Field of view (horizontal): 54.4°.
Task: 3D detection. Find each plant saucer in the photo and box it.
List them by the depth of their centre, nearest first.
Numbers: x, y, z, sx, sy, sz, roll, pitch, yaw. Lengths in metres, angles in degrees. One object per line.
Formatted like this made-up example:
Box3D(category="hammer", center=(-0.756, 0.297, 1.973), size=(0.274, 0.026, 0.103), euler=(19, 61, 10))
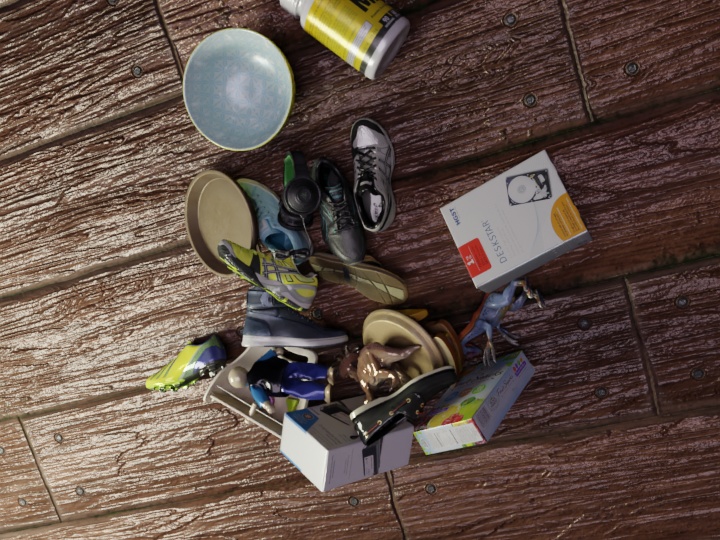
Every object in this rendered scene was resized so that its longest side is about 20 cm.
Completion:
Box3D(category="plant saucer", center=(-0.256, -0.088, 1.300), size=(0.199, 0.029, 0.202), euler=(14, 112, 37))

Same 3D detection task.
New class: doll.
Box3D(category="doll", center=(-0.150, 0.205, 1.300), size=(0.198, 0.137, 0.049), euler=(5, 142, 7))

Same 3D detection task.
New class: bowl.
Box3D(category="bowl", center=(-0.196, -0.315, 1.223), size=(0.198, 0.108, 0.202), euler=(3, 104, 13))

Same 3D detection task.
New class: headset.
Box3D(category="headset", center=(-0.121, -0.112, 1.223), size=(0.093, 0.124, 0.202), euler=(-5, 68, -16))

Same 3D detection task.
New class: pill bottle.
Box3D(category="pill bottle", center=(-0.027, -0.418, 1.154), size=(0.199, 0.114, 0.115), euler=(36, 109, 2))

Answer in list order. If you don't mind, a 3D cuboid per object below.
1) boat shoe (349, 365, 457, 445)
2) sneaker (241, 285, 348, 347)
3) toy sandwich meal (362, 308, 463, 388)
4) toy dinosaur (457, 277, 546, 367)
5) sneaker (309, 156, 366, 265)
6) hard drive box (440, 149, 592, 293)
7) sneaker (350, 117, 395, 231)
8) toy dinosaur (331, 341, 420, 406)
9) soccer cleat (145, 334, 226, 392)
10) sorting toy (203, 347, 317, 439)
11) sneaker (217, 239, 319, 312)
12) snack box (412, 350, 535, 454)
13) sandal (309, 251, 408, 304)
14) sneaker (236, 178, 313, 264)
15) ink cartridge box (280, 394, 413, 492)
Box3D(category="boat shoe", center=(0.081, 0.229, 1.193), size=(0.200, 0.074, 0.063), euler=(-30, 62, 1))
Box3D(category="sneaker", center=(-0.119, 0.073, 1.321), size=(0.200, 0.077, 0.148), euler=(3, 83, -12))
Box3D(category="toy sandwich meal", center=(0.093, 0.141, 1.282), size=(0.204, 0.070, 0.207), euler=(26, 135, 29))
Box3D(category="toy dinosaur", center=(0.238, 0.078, 1.261), size=(0.181, 0.105, 0.202), euler=(-27, 63, 27))
Box3D(category="sneaker", center=(-0.043, -0.106, 1.232), size=(0.075, 0.079, 0.202), euler=(-21, 85, -6))
Box3D(category="hard drive box", center=(0.258, -0.078, 1.168), size=(0.199, 0.077, 0.157), euler=(-30, 72, 18))
Box3D(category="sneaker", center=(0.022, -0.166, 1.222), size=(0.075, 0.088, 0.202), euler=(-8, 100, 17))
Box3D(category="toy dinosaur", center=(0.018, 0.169, 1.259), size=(0.136, 0.085, 0.200), euler=(56, 134, 18))
Box3D(category="soccer cleat", center=(-0.355, 0.191, 1.424), size=(0.199, 0.065, 0.084), euler=(-24, 68, 22))
Box3D(category="sorting toy", center=(-0.170, 0.216, 1.364), size=(0.199, 0.107, 0.181), euler=(28, 95, 11))
Box3D(category="sneaker", center=(-0.163, -0.004, 1.240), size=(0.199, 0.075, 0.077), euler=(34, 80, -24))
Box3D(category="snack box", center=(0.196, 0.225, 1.200), size=(0.142, 0.200, 0.053), euler=(-26, 99, 46))
Box3D(category="sandal", center=(0.000, 0.000, 1.286), size=(0.198, 0.054, 0.081), euler=(19, 141, 21))
Box3D(category="sneaker", center=(-0.169, -0.091, 1.288), size=(0.200, 0.082, 0.074), euler=(42, 108, 0))
Box3D(category="ink cartridge box", center=(-0.023, 0.306, 1.273), size=(0.144, 0.199, 0.085), euler=(26, 114, 47))
